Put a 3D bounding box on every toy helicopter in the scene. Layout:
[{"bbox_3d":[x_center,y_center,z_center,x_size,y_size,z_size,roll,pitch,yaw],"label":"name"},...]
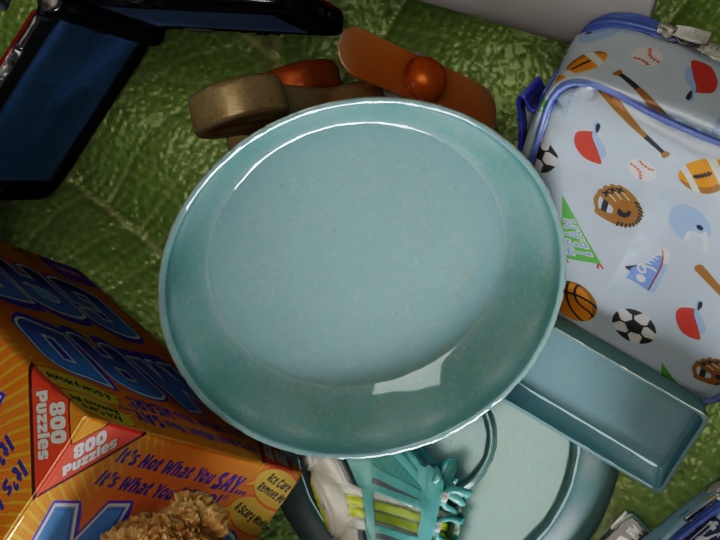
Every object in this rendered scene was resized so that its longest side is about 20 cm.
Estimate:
[{"bbox_3d":[-0.016,-0.079,0.953,0.131,0.200,0.080,-15,85,24],"label":"toy helicopter"}]

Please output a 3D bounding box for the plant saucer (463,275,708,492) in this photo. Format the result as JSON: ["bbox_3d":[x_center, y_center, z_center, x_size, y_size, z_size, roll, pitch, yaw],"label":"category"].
[{"bbox_3d":[0.084,0.041,0.986,0.199,0.019,0.070,30,138,8],"label":"plant saucer"}]

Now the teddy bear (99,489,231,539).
[{"bbox_3d":[-0.057,0.202,0.877,0.144,0.067,0.201,-12,112,-5],"label":"teddy bear"}]

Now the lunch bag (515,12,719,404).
[{"bbox_3d":[0.146,-0.031,0.938,0.159,0.201,0.076,26,50,10],"label":"lunch bag"}]

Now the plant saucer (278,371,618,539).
[{"bbox_3d":[0.042,0.089,1.032,0.198,0.027,0.202,0,89,9],"label":"plant saucer"}]

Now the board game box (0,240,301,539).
[{"bbox_3d":[-0.195,0.111,0.955,0.200,0.200,0.201,39,97,30],"label":"board game box"}]

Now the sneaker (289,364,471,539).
[{"bbox_3d":[0.021,0.131,0.987,0.079,0.078,0.201,-19,87,0],"label":"sneaker"}]

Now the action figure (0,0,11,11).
[{"bbox_3d":[-0.144,-0.196,1.018,0.192,0.105,0.201,-11,51,16],"label":"action figure"}]

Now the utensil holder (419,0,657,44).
[{"bbox_3d":[0.069,-0.210,0.959,0.199,0.170,0.171,17,93,6],"label":"utensil holder"}]

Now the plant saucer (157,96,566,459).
[{"bbox_3d":[0.000,0.000,0.924,0.198,0.036,0.201,-4,121,-7],"label":"plant saucer"}]

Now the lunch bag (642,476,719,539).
[{"bbox_3d":[0.242,0.186,0.960,0.160,0.082,0.201,-33,86,-11],"label":"lunch bag"}]

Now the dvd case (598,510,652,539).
[{"bbox_3d":[0.125,0.250,1.021,0.146,0.022,0.200,45,96,7],"label":"dvd case"}]

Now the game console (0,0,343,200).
[{"bbox_3d":[-0.107,-0.089,0.968,0.171,0.200,0.120,4,93,8],"label":"game console"}]

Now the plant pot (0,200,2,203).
[{"bbox_3d":[-0.299,-0.038,1.019,0.183,0.200,0.201,-37,84,-4],"label":"plant pot"}]
